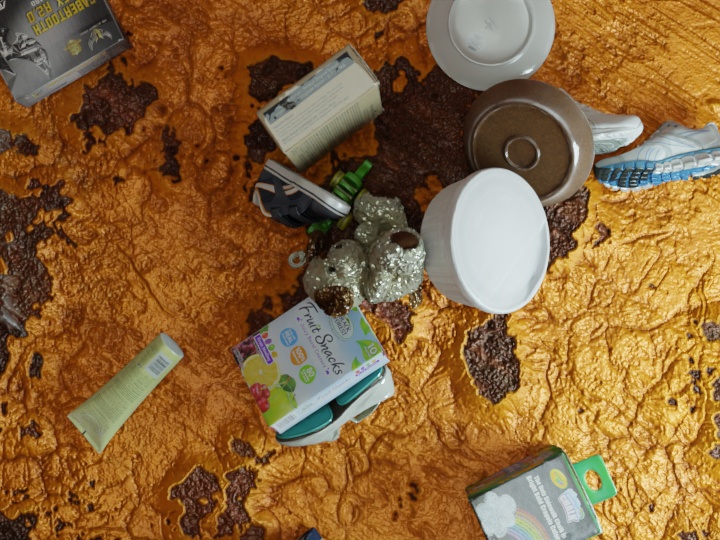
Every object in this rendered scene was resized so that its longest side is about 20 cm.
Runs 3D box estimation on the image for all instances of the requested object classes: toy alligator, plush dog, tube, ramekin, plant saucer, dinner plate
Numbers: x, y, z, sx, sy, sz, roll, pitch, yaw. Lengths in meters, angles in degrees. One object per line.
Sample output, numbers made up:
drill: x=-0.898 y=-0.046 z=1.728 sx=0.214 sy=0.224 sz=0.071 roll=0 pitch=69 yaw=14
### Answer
toy alligator: x=-0.046 y=-0.086 z=1.532 sx=0.059 sy=0.054 sz=0.201 roll=37 pitch=90 yaw=6
plush dog: x=0.000 y=0.000 z=1.459 sx=0.169 sy=0.201 sz=0.163 roll=-14 pitch=122 yaw=-6
tube: x=-0.355 y=0.181 z=1.547 sx=0.200 sy=0.052 sz=0.058 roll=-46 pitch=43 yaw=4
ramekin: x=0.172 y=-0.040 z=1.455 sx=0.200 sy=0.094 sz=0.206 roll=2 pitch=87 yaw=-37
plant saucer: x=0.237 y=-0.175 z=1.467 sx=0.197 sy=0.035 sz=0.203 roll=13 pitch=126 yaw=19
dinner plate: x=0.198 y=-0.375 z=1.548 sx=0.196 sy=0.024 sz=0.204 roll=0 pitch=87 yaw=5

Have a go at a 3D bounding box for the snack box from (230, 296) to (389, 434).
snack box: x=-0.076 y=0.125 z=1.502 sx=0.198 sy=0.053 sz=0.143 roll=-33 pitch=64 yaw=2

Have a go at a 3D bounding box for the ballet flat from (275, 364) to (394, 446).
ballet flat: x=-0.032 y=0.214 z=1.511 sx=0.199 sy=0.069 sz=0.070 roll=-34 pitch=85 yaw=1

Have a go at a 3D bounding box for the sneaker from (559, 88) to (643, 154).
sneaker: x=0.312 y=-0.223 z=1.490 sx=0.197 sy=0.078 sz=0.101 roll=-2 pitch=77 yaw=20

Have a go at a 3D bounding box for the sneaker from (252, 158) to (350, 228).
sneaker: x=-0.090 y=-0.097 z=1.491 sx=0.078 sy=0.199 sz=0.080 roll=26 pitch=93 yaw=-39

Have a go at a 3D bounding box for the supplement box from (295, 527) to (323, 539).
supplement box: x=-0.093 y=0.520 z=1.460 sx=0.199 sy=0.134 sz=0.201 roll=-37 pitch=85 yaw=1

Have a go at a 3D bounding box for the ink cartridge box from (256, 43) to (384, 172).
ink cartridge box: x=-0.053 y=-0.229 z=1.469 sx=0.164 sy=0.200 sz=0.076 roll=-37 pitch=85 yaw=1

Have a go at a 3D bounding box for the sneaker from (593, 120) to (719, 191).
sneaker: x=0.440 y=-0.175 z=1.503 sx=0.196 sy=0.075 sz=0.088 roll=-8 pitch=68 yaw=3

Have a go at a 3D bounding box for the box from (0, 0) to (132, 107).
box: x=-0.480 y=-0.374 z=1.586 sx=0.198 sy=0.048 sz=0.160 roll=-28 pitch=84 yaw=2

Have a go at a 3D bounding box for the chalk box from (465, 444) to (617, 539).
chalk box: x=0.263 y=0.331 z=1.452 sx=0.198 sy=0.124 sz=0.126 roll=-25 pitch=84 yaw=1
